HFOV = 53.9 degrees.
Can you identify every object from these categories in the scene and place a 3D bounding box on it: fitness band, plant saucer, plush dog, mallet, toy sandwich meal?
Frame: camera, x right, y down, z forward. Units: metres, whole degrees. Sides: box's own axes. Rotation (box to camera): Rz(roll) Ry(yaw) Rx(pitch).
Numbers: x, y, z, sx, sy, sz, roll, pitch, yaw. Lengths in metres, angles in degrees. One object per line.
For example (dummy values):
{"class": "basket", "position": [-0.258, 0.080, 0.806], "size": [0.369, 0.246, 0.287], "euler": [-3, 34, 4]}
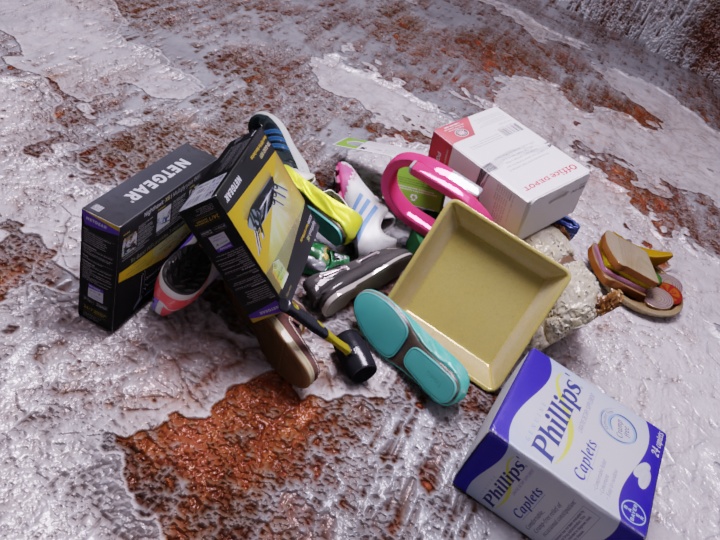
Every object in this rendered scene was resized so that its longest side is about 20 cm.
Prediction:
{"class": "fitness band", "position": [0.116, -0.096, 1.064], "size": [0.199, 0.144, 0.037], "euler": [34, 62, 15]}
{"class": "plant saucer", "position": [0.160, 0.034, 1.002], "size": [0.199, 0.201, 0.048], "euler": [34, 7, 12]}
{"class": "plush dog", "position": [0.287, 0.008, 1.065], "size": [0.199, 0.160, 0.173], "euler": [-21, 77, -42]}
{"class": "mallet", "position": [-0.044, 0.071, 0.855], "size": [0.200, 0.041, 0.066], "euler": [47, 10, -46]}
{"class": "toy sandwich meal", "position": [0.511, 0.000, 1.296], "size": [0.204, 0.071, 0.206], "euler": [15, 39, -12]}

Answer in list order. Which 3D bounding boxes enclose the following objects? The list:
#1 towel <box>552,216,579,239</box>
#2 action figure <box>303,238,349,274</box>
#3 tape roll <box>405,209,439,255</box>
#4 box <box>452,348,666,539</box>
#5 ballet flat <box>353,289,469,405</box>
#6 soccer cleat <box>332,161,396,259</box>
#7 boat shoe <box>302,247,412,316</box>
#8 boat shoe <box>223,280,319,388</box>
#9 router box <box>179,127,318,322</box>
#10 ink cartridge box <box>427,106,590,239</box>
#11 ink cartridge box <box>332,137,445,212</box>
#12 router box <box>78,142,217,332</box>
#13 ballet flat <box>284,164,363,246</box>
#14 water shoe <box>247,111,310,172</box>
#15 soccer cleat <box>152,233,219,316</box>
{"class": "towel", "position": [0.292, -0.085, 1.213], "size": [0.144, 0.024, 0.200], "euler": [30, -6, 9]}
{"class": "action figure", "position": [-0.109, -0.041, 1.031], "size": [0.199, 0.055, 0.118], "euler": [21, 35, -12]}
{"class": "tape roll", "position": [0.173, -0.024, 1.162], "size": [0.199, 0.048, 0.201], "euler": [15, 39, -12]}
{"class": "box", "position": [0.245, 0.226, 0.858], "size": [0.199, 0.105, 0.184], "euler": [33, 38, 12]}
{"class": "ballet flat", "position": [0.070, 0.103, 0.955], "size": [0.200, 0.067, 0.070], "euler": [45, 18, 24]}
{"class": "soccer cleat", "position": [0.006, -0.096, 1.137], "size": [0.086, 0.070, 0.201], "euler": [-6, 52, -10]}
{"class": "boat shoe", "position": [0.000, 0.000, 1.025], "size": [0.057, 0.067, 0.199], "euler": [46, 45, 17]}
{"class": "boat shoe", "position": [-0.099, 0.060, 0.893], "size": [0.072, 0.072, 0.200], "euler": [-21, 49, -29]}
{"class": "router box", "position": [-0.125, -0.061, 0.859], "size": [0.158, 0.052, 0.200], "euler": [60, 22, -26]}
{"class": "ink cartridge box", "position": [0.219, -0.149, 1.074], "size": [0.146, 0.083, 0.200], "euler": [-25, 54, -30]}
{"class": "ink cartridge box", "position": [0.054, -0.170, 1.219], "size": [0.198, 0.076, 0.148], "euler": [13, 17, 6]}
{"class": "router box", "position": [-0.256, -0.045, 0.864], "size": [0.052, 0.158, 0.200], "euler": [25, 36, 9]}
{"class": "ballet flat", "position": [-0.078, -0.111, 1.074], "size": [0.200, 0.067, 0.067], "euler": [37, 58, 18]}
{"class": "water shoe", "position": [-0.153, -0.195, 1.171], "size": [0.079, 0.072, 0.200], "euler": [-14, 51, -32]}
{"class": "soccer cleat", "position": [-0.202, -0.019, 0.917], "size": [0.068, 0.073, 0.200], "euler": [40, 41, -7]}
